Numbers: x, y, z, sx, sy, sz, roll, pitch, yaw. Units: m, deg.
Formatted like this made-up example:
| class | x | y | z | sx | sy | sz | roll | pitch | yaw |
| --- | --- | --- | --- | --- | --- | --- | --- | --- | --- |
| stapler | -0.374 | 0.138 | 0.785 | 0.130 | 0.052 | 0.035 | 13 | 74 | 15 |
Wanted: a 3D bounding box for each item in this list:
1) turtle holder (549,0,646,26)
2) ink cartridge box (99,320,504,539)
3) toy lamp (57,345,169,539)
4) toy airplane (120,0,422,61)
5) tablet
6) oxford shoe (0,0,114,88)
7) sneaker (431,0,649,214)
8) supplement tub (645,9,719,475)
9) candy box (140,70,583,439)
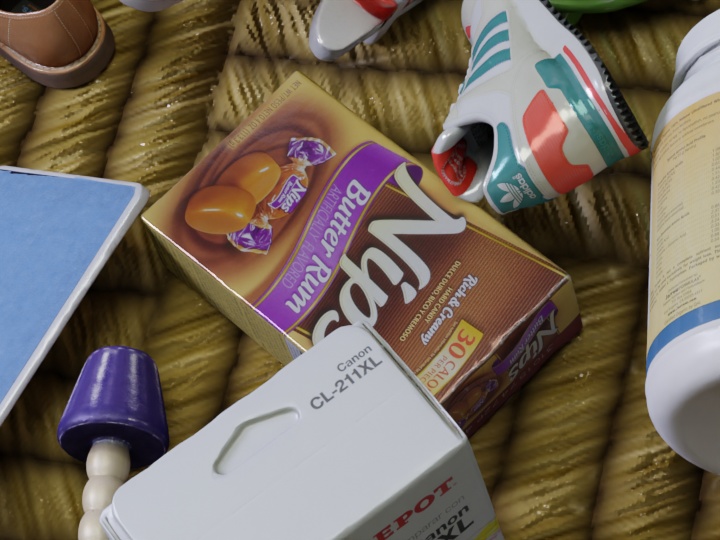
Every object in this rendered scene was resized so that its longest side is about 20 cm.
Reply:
| class | x | y | z | sx | sy | sz | roll | pitch | yaw |
| --- | --- | --- | --- | --- | --- | --- | --- | --- | --- |
| turtle holder | 0.138 | -0.213 | 1.523 | 0.185 | 0.132 | 0.141 | 0 | 59 | 14 |
| ink cartridge box | -0.014 | 0.136 | 1.308 | 0.146 | 0.200 | 0.083 | -36 | 58 | -9 |
| toy lamp | -0.125 | 0.132 | 1.425 | 0.058 | 0.058 | 0.201 | -3 | 62 | 12 |
| toy airplane | -0.040 | -0.208 | 1.556 | 0.198 | 0.141 | 0.200 | 3 | 44 | -8 |
| tablet | -0.197 | 0.031 | 1.501 | 0.130 | 0.014 | 0.200 | 8 | 60 | 45 |
| oxford shoe | -0.224 | -0.171 | 1.622 | 0.200 | 0.071 | 0.071 | 24 | 69 | 27 |
| sneaker | 0.068 | -0.086 | 1.464 | 0.093 | 0.070 | 0.200 | -34 | 27 | -1 |
| supplement tub | 0.207 | -0.015 | 1.379 | 0.144 | 0.145 | 0.201 | -2 | 59 | 12 |
| candy box | 0.000 | 0.000 | 1.474 | 0.200 | 0.057 | 0.117 | 38 | 74 | 28 |
